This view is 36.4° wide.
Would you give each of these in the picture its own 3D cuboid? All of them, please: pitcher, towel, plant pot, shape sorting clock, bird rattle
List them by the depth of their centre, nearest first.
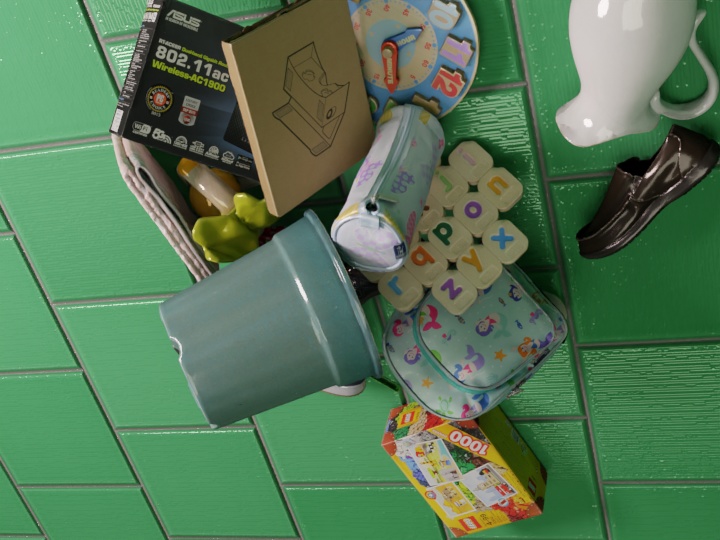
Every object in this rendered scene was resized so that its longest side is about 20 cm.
[{"bbox_3d":[0.291,-0.227,1.102,0.169,0.122,0.201,-6,138,-5],"label":"pitcher"},{"bbox_3d":[-0.103,0.066,1.194,0.194,0.200,0.202,-25,122,-7],"label":"plant pot"},{"bbox_3d":[0.033,-0.247,1.200,0.197,0.039,0.202,8,128,10],"label":"shape sorting clock"},{"bbox_3d":[-0.151,-0.077,1.316,0.163,0.200,0.113,45,93,0],"label":"bird rattle"},{"bbox_3d":[-0.229,-0.073,1.327,0.032,0.191,0.201,-33,116,-2],"label":"towel"}]

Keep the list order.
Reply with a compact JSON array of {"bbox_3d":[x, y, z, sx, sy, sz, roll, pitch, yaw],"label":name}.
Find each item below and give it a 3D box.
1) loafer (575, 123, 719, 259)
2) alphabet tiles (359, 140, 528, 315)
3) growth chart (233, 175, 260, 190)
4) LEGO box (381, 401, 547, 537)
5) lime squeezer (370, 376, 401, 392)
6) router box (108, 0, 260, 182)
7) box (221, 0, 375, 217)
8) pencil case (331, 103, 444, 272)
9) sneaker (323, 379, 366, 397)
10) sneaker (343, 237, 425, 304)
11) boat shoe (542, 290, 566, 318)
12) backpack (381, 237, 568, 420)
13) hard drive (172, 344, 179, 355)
[{"bbox_3d":[0.307,-0.092,1.225,0.071,0.073,0.200,42,122,-5],"label":"loafer"},{"bbox_3d":[0.087,-0.051,1.244,0.196,0.200,0.015,44,177,24],"label":"alphabet tiles"},{"bbox_3d":[-0.197,-0.152,1.305,0.199,0.018,0.145,30,170,-8],"label":"growth chart"},{"bbox_3d":[0.147,0.264,1.530,0.148,0.078,0.201,-24,117,30],"label":"LEGO box"},{"bbox_3d":[-0.044,0.100,1.329,0.198,0.071,0.038,27,106,-1],"label":"lime squeezer"},{"bbox_3d":[-0.151,-0.187,1.173,0.198,0.062,0.152,16,94,-28],"label":"router box"},{"bbox_3d":[-0.058,-0.183,1.165,0.021,0.163,0.202,21,137,41],"label":"box"},{"bbox_3d":[0.032,-0.091,1.177,0.082,0.201,0.091,2,133,20],"label":"pencil case"},{"bbox_3d":[-0.085,0.103,1.480,0.197,0.071,0.109,9,132,2],"label":"sneaker"},{"bbox_3d":[0.000,0.000,1.371,0.198,0.074,0.082,-18,136,16],"label":"sneaker"},{"bbox_3d":[0.162,0.078,1.399,0.197,0.076,0.093,-13,168,2],"label":"boat shoe"},{"bbox_3d":[0.126,0.077,1.285,0.200,0.151,0.178,-41,83,3],"label":"backpack"},{"bbox_3d":[-0.136,0.035,1.398,0.199,0.140,0.033,-27,108,31],"label":"hard drive"}]
